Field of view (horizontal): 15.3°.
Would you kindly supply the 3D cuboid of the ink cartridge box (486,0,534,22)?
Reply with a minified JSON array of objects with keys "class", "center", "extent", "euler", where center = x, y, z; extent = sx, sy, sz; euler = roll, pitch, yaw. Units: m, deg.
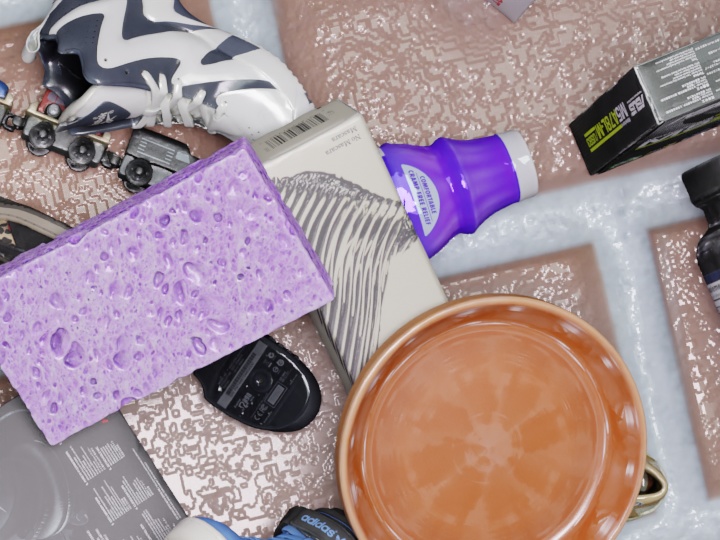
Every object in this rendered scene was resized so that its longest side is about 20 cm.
[{"class":"ink cartridge box","center":[0.059,-0.264,1.748],"extent":[0.200,0.145,0.084],"euler":[37,81,-2]}]

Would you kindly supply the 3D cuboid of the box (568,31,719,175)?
[{"class":"box","center":[0.249,-0.129,1.735],"extent":[0.199,0.193,0.048],"euler":[-22,88,-11]}]

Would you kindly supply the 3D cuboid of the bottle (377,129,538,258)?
[{"class":"bottle","center":[0.017,-0.039,1.755],"extent":[0.199,0.065,0.084],"euler":[-18,92,-10]}]

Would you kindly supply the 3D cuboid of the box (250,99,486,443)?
[{"class":"box","center":[0.000,0.000,1.686],"extent":[0.082,0.068,0.200],"euler":[-29,107,-7]}]

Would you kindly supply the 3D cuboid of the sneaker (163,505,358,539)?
[{"class":"sneaker","center":[-0.050,0.178,1.664],"extent":[0.077,0.200,0.111],"euler":[32,71,32]}]

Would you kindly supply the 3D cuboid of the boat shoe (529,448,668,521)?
[{"class":"boat shoe","center":[0.104,0.117,1.743],"extent":[0.199,0.076,0.072],"euler":[9,84,-6]}]

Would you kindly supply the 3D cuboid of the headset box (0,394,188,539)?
[{"class":"headset box","center":[-0.219,0.169,1.690],"extent":[0.200,0.077,0.149],"euler":[-34,88,-10]}]

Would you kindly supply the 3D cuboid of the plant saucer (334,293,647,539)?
[{"class":"plant saucer","center":[0.080,0.112,1.678],"extent":[0.200,0.032,0.201],"euler":[-3,102,-14]}]

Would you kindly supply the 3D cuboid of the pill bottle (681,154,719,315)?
[{"class":"pill bottle","center":[0.289,0.011,1.765],"extent":[0.112,0.112,0.201],"euler":[-22,86,-10]}]

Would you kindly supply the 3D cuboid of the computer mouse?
[{"class":"computer mouse","center":[-0.110,0.037,1.750],"extent":[0.200,0.034,0.059],"euler":[38,96,3]}]

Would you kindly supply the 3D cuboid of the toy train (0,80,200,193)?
[{"class":"toy train","center":[-0.194,-0.095,1.748],"extent":[0.199,0.034,0.046],"euler":[21,77,-6]}]

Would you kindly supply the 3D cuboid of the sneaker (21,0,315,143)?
[{"class":"sneaker","center":[-0.130,-0.108,1.715],"extent":[0.199,0.079,0.130],"euler":[44,58,0]}]

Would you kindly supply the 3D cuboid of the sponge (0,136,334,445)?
[{"class":"sponge","center":[-0.128,0.013,1.626],"extent":[0.200,0.030,0.112],"euler":[-27,108,6]}]

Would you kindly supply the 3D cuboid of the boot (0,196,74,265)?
[{"class":"boot","center":[-0.238,0.031,1.689],"extent":[0.199,0.073,0.151],"euler":[22,83,17]}]
